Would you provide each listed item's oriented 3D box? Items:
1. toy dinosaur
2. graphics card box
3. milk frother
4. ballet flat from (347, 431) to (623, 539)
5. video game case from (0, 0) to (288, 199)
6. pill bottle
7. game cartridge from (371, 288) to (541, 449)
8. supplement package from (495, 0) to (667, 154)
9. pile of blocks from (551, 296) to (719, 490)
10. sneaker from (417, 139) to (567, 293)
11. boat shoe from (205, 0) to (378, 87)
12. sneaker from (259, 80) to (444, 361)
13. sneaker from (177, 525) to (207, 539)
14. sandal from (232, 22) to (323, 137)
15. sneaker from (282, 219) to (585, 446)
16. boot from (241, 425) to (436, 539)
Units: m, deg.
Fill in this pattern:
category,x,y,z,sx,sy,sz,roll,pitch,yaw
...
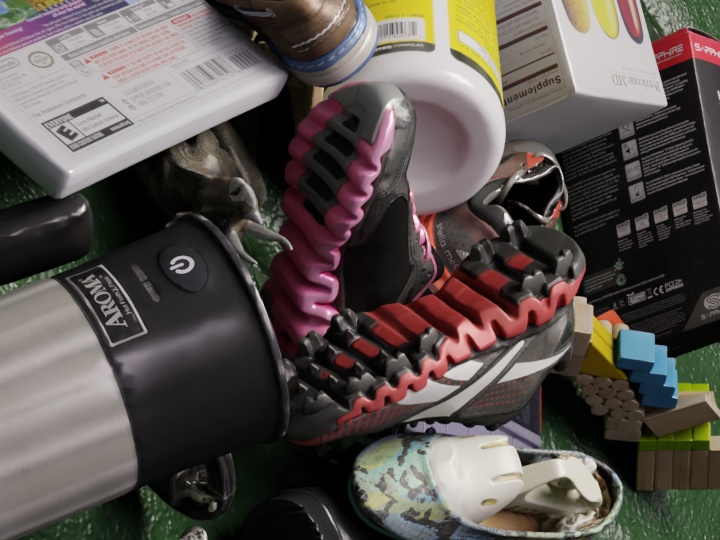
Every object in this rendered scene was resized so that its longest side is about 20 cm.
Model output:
category,x,y,z,sx,sy,sz,roll,pitch,yaw
toy dinosaur,-0.087,-0.052,1.504,0.200,0.077,0.102,-69,134,-82
graphics card box,0.196,-0.044,1.797,0.051,0.125,0.201,14,61,-48
milk frother,-0.148,0.082,1.312,0.188,0.180,0.200,-21,123,-20
ballet flat,0.076,0.118,1.515,0.200,0.074,0.074,10,65,-50
video game case,-0.158,-0.126,1.413,0.182,0.023,0.200,41,35,14
pill bottle,0.026,-0.134,1.622,0.112,0.112,0.200,42,29,-30
game cartridge,0.062,0.030,1.672,0.130,0.038,0.200,26,53,-37
supplement package,0.103,-0.184,1.760,0.114,0.109,0.200,2,70,-52
pile of blocks,0.181,0.065,1.737,0.200,0.082,0.062,50,33,-42
sneaker,0.099,-0.038,1.651,0.077,0.082,0.200,55,29,-8
boat shoe,-0.062,-0.176,1.502,0.072,0.200,0.072,-45,135,-7
sneaker,0.006,-0.019,1.497,0.095,0.200,0.079,-3,39,-27
sneaker,-0.100,0.169,1.377,0.200,0.077,0.089,33,42,-48
sandal,-0.060,-0.139,1.574,0.069,0.078,0.212,6,37,-7
sneaker,0.040,0.055,1.482,0.200,0.071,0.098,-28,130,-22
boot,0.017,0.188,1.511,0.162,0.073,0.199,-19,90,-59
